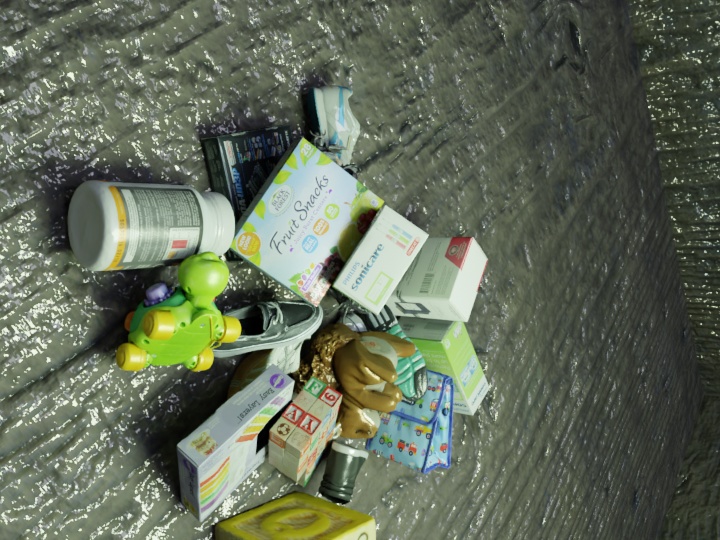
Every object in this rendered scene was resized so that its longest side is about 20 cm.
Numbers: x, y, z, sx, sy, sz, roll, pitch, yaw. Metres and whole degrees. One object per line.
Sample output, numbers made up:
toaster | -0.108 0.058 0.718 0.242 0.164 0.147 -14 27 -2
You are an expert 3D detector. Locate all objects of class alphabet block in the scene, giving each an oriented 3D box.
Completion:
alphabet block | -0.100 0.497 1.037 0.195 0.195 0.202 -2 92 -50

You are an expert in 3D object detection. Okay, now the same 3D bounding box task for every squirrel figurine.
squirrel figurine | -0.022 0.203 1.162 0.142 0.199 0.188 -56 166 -67

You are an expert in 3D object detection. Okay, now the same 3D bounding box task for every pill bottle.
pill bottle | -0.279 -0.062 0.886 0.199 0.116 0.118 -4 94 -48

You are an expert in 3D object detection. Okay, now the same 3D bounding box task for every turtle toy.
turtle toy | -0.246 0.060 0.898 0.145 0.200 0.102 10 44 -48

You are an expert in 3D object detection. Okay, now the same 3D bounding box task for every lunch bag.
lunch bag | 0.108 0.275 1.289 0.094 0.150 0.202 7 91 -48

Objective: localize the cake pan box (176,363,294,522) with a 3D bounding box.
cake pan box | -0.183 0.255 0.974 0.200 0.052 0.185 -39 157 -39

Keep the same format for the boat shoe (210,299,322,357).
boat shoe | -0.148 0.079 1.019 0.198 0.068 0.072 -11 61 -22

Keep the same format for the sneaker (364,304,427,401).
sneaker | 0.074 0.158 1.259 0.088 0.074 0.201 71 -5 -75

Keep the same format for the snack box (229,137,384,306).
snack box | -0.087 -0.074 1.012 0.168 0.068 0.201 36 81 -19

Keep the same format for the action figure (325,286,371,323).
action figure | 0.000 0.000 1.209 0.118 0.102 0.201 29 62 -8

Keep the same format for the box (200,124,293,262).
box | -0.165 -0.129 1.067 0.158 0.046 0.202 -24 109 -46

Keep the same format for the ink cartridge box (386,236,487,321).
ink cartridge box | 0.131 0.014 1.293 0.084 0.199 0.146 46 57 -41

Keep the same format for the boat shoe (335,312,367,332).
boat shoe | -0.001 0.181 1.242 0.066 0.072 0.201 -37 116 -37

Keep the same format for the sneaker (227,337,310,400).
sneaker | -0.141 0.159 1.076 0.088 0.075 0.201 51 55 -36

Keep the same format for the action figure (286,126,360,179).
action figure | -0.060 -0.141 1.092 0.129 0.069 0.202 -6 93 -22

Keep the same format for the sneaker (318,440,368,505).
sneaker | -0.034 0.361 1.164 0.200 0.070 0.100 76 32 -75

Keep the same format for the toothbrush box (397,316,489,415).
toothbrush box | 0.162 0.192 1.358 0.086 0.145 0.201 -48 125 -36

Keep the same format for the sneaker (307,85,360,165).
sneaker | -0.039 -0.232 1.172 0.080 0.076 0.202 -12 101 -18

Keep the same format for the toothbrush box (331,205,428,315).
toothbrush box | 0.025 -0.013 1.064 0.086 0.200 0.146 33 86 0

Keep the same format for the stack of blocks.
stack of blocks | -0.094 0.278 1.063 0.115 0.058 0.201 -50 162 -36
